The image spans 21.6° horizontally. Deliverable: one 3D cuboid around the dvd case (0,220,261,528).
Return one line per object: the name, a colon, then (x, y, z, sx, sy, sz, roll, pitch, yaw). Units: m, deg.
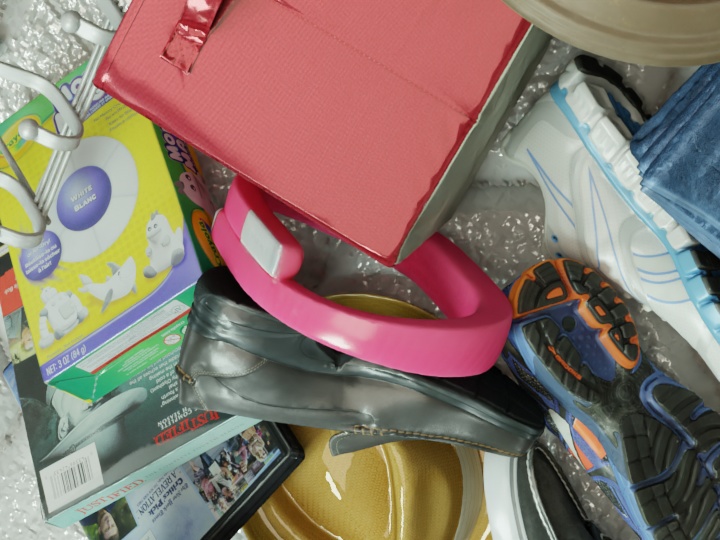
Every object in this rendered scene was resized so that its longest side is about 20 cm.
dvd case: (-0.140, 0.027, 1.082, 0.145, 0.022, 0.201, -30, 58, 19)

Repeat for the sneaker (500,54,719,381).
sneaker: (0.148, -0.012, 1.020, 0.086, 0.075, 0.201, -37, 81, 29)

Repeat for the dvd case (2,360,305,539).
dvd case: (-0.124, 0.081, 1.087, 0.143, 0.017, 0.201, -47, 54, 17)

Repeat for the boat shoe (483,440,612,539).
boat shoe: (0.126, 0.176, 1.037, 0.056, 0.069, 0.202, -16, 104, 29)

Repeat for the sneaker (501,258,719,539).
sneaker: (0.139, 0.079, 1.031, 0.075, 0.078, 0.201, -36, 100, -19)

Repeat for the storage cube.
storage cube: (-0.003, -0.128, 0.980, 0.179, 0.200, 0.172, 31, 104, 5)

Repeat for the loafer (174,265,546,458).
loafer: (-0.001, 0.063, 0.996, 0.198, 0.073, 0.073, 20, 108, -4)

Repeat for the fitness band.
fitness band: (0.000, 0.000, 0.994, 0.142, 0.200, 0.038, 15, 107, -23)

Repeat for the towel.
towel: (0.241, -0.030, 0.961, 0.200, 0.049, 0.112, 39, 106, -11)

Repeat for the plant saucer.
plant saucer: (0.131, -0.186, 0.891, 0.200, 0.200, 0.030, 39, 150, 9)

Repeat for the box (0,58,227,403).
box: (-0.147, -0.041, 1.072, 0.117, 0.048, 0.201, -33, 56, 17)

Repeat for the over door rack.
over door rack: (-0.195, -0.131, 1.031, 0.148, 0.066, 0.201, -61, 36, 32)

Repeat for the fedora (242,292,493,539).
fedora: (-0.002, 0.115, 1.066, 0.198, 0.082, 0.203, 2, 98, 17)
